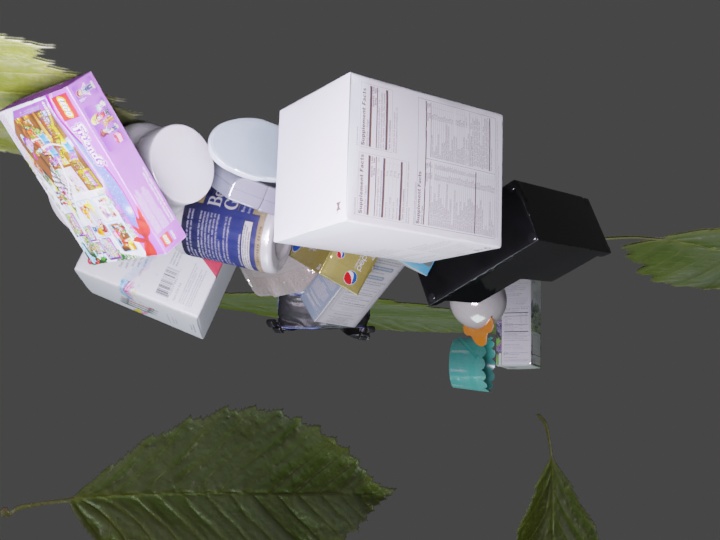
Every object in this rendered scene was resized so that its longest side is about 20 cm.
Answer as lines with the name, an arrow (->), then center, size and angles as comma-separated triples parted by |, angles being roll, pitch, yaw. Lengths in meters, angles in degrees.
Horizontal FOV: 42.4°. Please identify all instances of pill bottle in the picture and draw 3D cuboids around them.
pill bottle -> -0.271, -0.110, 1.100 | 0.199, 0.121, 0.119 | -8, 166, 42
pill bottle -> -0.200, -0.069, 1.306 | 0.198, 0.112, 0.111 | 12, 172, 12

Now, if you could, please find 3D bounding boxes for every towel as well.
towel -> -0.153, -0.020, 1.613 | 0.199, 0.133, 0.034 | -11, -155, 48

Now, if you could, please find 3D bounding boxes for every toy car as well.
toy car -> 0.186, 0.027, 1.559 | 0.183, 0.202, 0.177 | 8, 169, -29

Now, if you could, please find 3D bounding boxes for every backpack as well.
backpack -> -0.070, 0.036, 1.757 | 0.198, 0.155, 0.191 | 6, -169, -3

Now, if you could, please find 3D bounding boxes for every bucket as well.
bucket -> 0.397, 0.329, 3.290 | 0.134, 0.209, 0.207 | 1, 171, 18

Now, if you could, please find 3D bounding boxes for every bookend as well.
bookend -> 0.215, -0.028, 1.326 | 0.199, 0.093, 0.198 | 5, 149, -46

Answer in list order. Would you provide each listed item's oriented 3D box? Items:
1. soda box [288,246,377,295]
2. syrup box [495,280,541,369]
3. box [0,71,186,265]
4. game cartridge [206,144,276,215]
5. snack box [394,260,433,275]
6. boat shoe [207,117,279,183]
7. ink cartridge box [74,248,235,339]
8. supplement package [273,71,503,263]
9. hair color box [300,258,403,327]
soda box -> -0.048, -0.026, 1.306 | 0.067, 0.064, 0.200 | 29, 179, -22
syrup box -> 0.340, 0.108, 1.996 | 0.081, 0.202, 0.079 | -4, 168, 26
box -> -0.289, -0.103, 0.999 | 0.136, 0.201, 0.039 | -5, -149, 40
game cartridge -> -0.114, -0.103, 1.173 | 0.133, 0.042, 0.199 | 31, -168, 39
snack box -> 0.001, -0.058, 1.311 | 0.199, 0.037, 0.116 | 28, 180, 40
boat shoe -> -0.092, -0.127, 1.103 | 0.199, 0.071, 0.091 | 5, 168, -23
ink cartridge box -> -0.306, -0.010, 1.419 | 0.199, 0.146, 0.145 | 23, 163, 1
supplement package -> 0.030, -0.100, 0.999 | 0.199, 0.152, 0.151 | 8, 169, -32
hair color box -> 0.000, 0.000, 1.524 | 0.099, 0.061, 0.200 | 11, 126, -45
